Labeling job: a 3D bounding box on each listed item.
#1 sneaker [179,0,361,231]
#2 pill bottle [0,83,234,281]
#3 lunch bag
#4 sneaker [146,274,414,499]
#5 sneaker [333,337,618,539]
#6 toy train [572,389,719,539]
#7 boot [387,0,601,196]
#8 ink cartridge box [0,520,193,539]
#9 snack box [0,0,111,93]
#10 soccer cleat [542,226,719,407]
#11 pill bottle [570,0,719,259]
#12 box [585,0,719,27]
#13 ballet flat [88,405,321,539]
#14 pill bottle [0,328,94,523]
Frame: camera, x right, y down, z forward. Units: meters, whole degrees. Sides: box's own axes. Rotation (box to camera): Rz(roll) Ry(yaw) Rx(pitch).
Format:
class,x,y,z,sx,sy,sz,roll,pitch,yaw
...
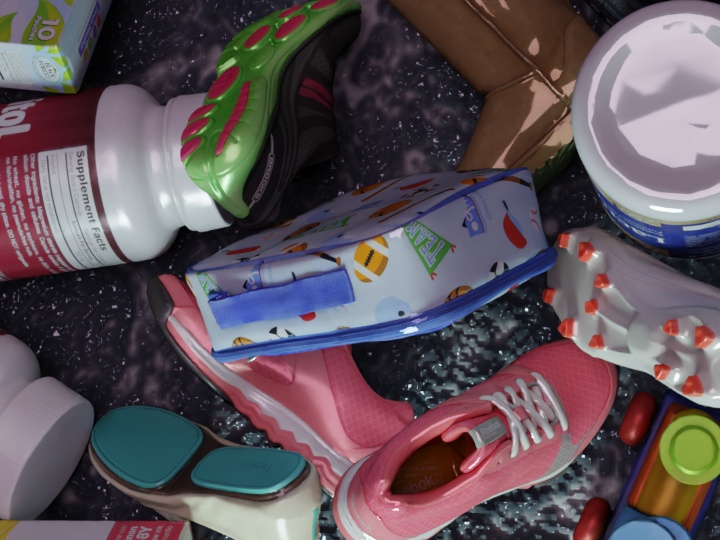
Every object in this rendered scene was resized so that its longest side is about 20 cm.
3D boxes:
class,x,y,z,sx,sy,sz,roll,pitch,yaw
sneaker,-0.049,-0.101,0.972,0.076,0.084,0.201,-5,40,34
pill bottle,-0.184,-0.057,0.999,0.197,0.113,0.115,-8,82,9
lunch bag,0.000,0.000,0.891,0.199,0.160,0.076,-12,101,43
sneaker,-0.049,0.060,0.990,0.200,0.074,0.087,41,82,6
sneaker,0.079,0.101,0.914,0.199,0.087,0.074,-31,80,-17
toy train,0.194,0.097,0.904,0.084,0.116,0.202,24,89,12
boot,0.060,-0.137,0.990,0.175,0.066,0.200,-41,75,0
ink cartridge box,-0.197,0.233,0.952,0.197,0.084,0.147,-1,118,11
snack box,-0.226,-0.213,1.016,0.140,0.053,0.202,7,59,10
soccer cleat,0.174,0.029,0.894,0.077,0.200,0.070,6,107,-27
pill bottle,0.186,-0.069,0.881,0.114,0.200,0.117,-2,80,14
box,0.205,-0.245,0.901,0.200,0.197,0.124,-44,78,4
ballet flat,-0.097,0.136,0.967,0.199,0.069,0.070,11,85,45
pill bottle,-0.277,0.074,1.003,0.198,0.110,0.110,29,90,13
